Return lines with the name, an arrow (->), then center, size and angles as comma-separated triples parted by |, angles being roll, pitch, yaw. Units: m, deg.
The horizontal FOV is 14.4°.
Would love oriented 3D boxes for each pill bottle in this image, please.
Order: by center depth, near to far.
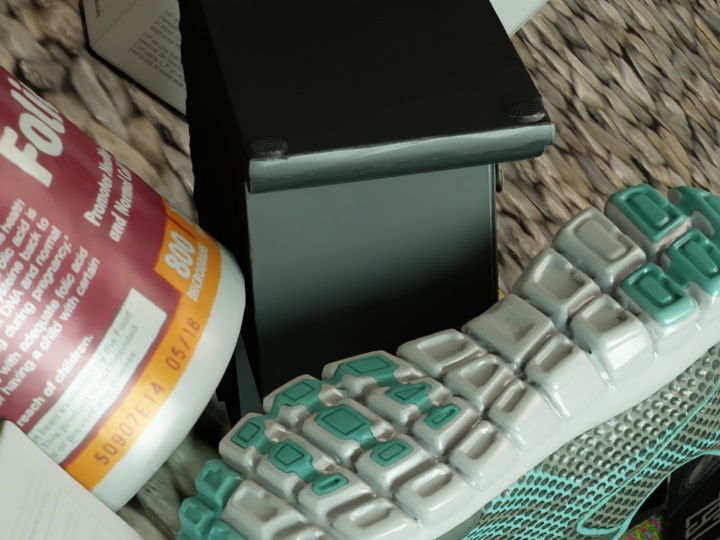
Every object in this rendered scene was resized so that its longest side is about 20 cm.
pill bottle -> -0.141, -0.016, 0.829 | 0.200, 0.114, 0.114 | 39, 20, -23

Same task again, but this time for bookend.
bookend -> 0.000, 0.000, 0.939 | 0.200, 0.092, 0.200 | -110, -166, -60

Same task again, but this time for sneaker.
sneaker -> 0.041, 0.060, 0.822 | 0.078, 0.199, 0.091 | 44, -23, 49

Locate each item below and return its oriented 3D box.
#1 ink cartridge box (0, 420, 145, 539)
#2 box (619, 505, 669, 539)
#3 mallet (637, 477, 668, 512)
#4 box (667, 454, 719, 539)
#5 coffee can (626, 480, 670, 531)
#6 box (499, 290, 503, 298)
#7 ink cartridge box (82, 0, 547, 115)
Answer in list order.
ink cartridge box -> -0.052, 0.144, 0.785 | 0.200, 0.059, 0.104 | 42, 20, -14
box -> 0.107, 0.194, 0.928 | 0.193, 0.122, 0.200 | 51, 19, 11
mallet -> 0.048, 0.054, 1.034 | 0.200, 0.066, 0.041 | -152, -125, -71
box -> 0.179, 0.152, 0.914 | 0.200, 0.044, 0.160 | 45, 19, -9
coffee can -> 0.196, 0.118, 1.146 | 0.146, 0.200, 0.147 | 40, 19, -18
box -> 0.029, 0.032, 1.202 | 0.117, 0.048, 0.200 | 13, 41, -58
ink cartridge box -> -0.005, -0.146, 1.246 | 0.146, 0.200, 0.084 | 35, 22, -30
